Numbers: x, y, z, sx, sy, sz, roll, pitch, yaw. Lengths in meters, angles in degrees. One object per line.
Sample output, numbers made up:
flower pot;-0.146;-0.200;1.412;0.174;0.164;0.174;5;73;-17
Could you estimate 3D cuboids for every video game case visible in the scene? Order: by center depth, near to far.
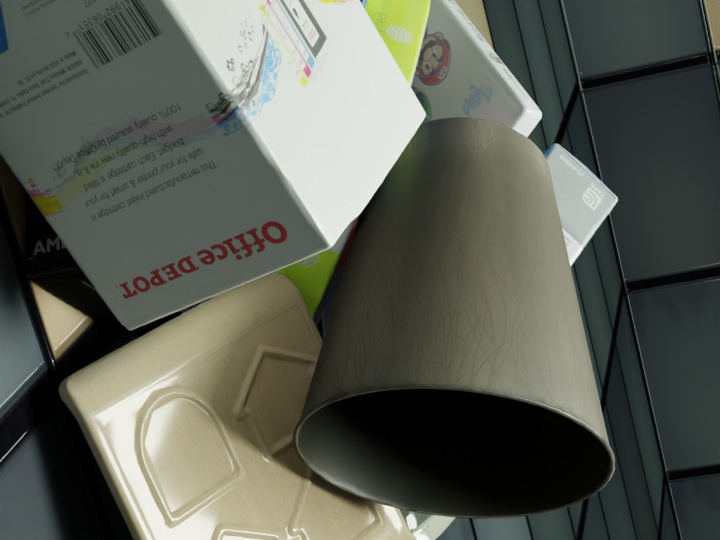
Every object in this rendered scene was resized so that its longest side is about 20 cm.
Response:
video game case;0.025;-0.095;1.204;0.024;0.201;0.183;11;36;-43

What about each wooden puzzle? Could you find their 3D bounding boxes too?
wooden puzzle;-0.066;0.120;0.939;0.185;0.046;0.201;-30;93;-48

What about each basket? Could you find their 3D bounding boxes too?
basket;0.058;0.022;0.978;0.136;0.178;0.201;107;-10;-53

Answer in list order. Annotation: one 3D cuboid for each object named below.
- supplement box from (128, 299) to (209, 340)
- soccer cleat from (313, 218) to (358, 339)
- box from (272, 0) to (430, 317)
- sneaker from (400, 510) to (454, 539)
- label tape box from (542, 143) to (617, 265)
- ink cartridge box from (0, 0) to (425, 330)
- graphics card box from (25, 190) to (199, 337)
supplement box;-0.097;-0.035;1.066;0.109;0.060;0.202;50;34;-58
soccer cleat;0.000;0.000;1.097;0.077;0.200;0.067;46;-9;-21
box;-0.010;-0.083;1.011;0.122;0.047;0.201;-78;-170;-54
sneaker;0.031;0.114;1.128;0.107;0.074;0.200;64;20;-4
label tape box;0.076;0.023;1.147;0.066;0.143;0.200;39;59;-4
ink cartridge box;-0.092;-0.104;0.839;0.201;0.146;0.145;58;37;-18
graphics card box;-0.142;-0.075;0.957;0.125;0.050;0.202;43;41;-62
